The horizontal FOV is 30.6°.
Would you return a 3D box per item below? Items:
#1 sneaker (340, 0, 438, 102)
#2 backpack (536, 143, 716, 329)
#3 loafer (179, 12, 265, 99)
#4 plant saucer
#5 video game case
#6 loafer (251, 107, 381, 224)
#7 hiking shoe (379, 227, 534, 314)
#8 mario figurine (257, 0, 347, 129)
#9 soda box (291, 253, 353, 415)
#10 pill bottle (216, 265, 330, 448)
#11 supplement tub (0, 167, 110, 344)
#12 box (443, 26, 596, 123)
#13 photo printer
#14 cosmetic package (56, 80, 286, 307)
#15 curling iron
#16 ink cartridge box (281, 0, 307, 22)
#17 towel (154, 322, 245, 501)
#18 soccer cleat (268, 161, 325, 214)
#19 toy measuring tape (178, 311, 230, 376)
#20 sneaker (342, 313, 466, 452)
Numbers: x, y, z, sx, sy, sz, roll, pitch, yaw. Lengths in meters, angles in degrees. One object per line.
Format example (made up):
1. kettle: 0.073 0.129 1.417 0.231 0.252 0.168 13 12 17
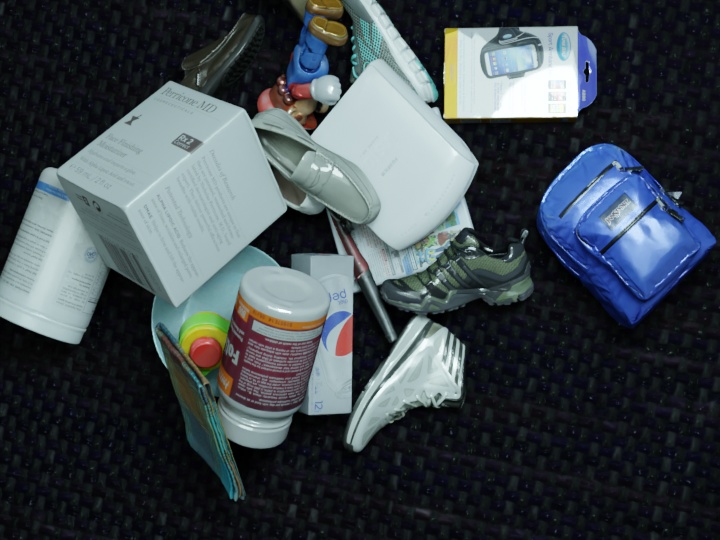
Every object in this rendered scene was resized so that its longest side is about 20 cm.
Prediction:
1. sneaker: 0.015 -0.285 1.722 0.091 0.078 0.201 -35 80 7
2. backpack: 0.320 -0.057 1.617 0.162 0.168 0.200 -42 78 -4
3. loafer: -0.204 -0.268 1.746 0.071 0.073 0.201 39 91 7
4. plant saucer: -0.176 0.064 1.733 0.197 0.039 0.205 -1 85 7
5. video game case: 0.045 -0.091 1.726 0.180 0.022 0.203 -17 83 6
6. loafer: -0.061 -0.124 1.635 0.199 0.070 0.070 38 122 12
7. hiking shoe: 0.120 -0.005 1.672 0.196 0.076 0.102 -7 105 -3
8. mario figurine: -0.057 -0.250 1.691 0.105 0.124 0.201 35 134 6
9. soda box: -0.050 0.080 1.679 0.063 0.068 0.204 0 92 -26
10. pill bottle: -0.113 0.108 1.608 0.113 0.114 0.203 20 115 9
11. supplement tub: -0.390 -0.020 1.722 0.130 0.132 0.203 22 88 9
12. box: 0.207 -0.254 1.710 0.196 0.041 0.121 1 85 5
13. photo printer: 0.040 -0.139 1.669 0.200 0.069 0.167 46 109 9
14. cosmetic package: -0.232 -0.098 1.632 0.164 0.166 0.200 24 58 42
15. curling iron: 0.000 0.000 1.690 0.025 0.050 0.203 -22 89 -1
16. ink cartridge box: -0.042 -0.433 1.693 0.075 0.165 0.200 42 91 11
17. towel: -0.202 0.177 1.635 0.021 0.202 0.147 -27 40 -19
18. soccer cleat: -0.125 -0.141 1.715 0.199 0.077 0.070 35 100 16
19. toy measuring tape: -0.170 0.066 1.667 0.199 0.073 0.074 -38 81 14
20. sneaker: 0.067 0.164 1.674 0.115 0.076 0.202 33 88 11
